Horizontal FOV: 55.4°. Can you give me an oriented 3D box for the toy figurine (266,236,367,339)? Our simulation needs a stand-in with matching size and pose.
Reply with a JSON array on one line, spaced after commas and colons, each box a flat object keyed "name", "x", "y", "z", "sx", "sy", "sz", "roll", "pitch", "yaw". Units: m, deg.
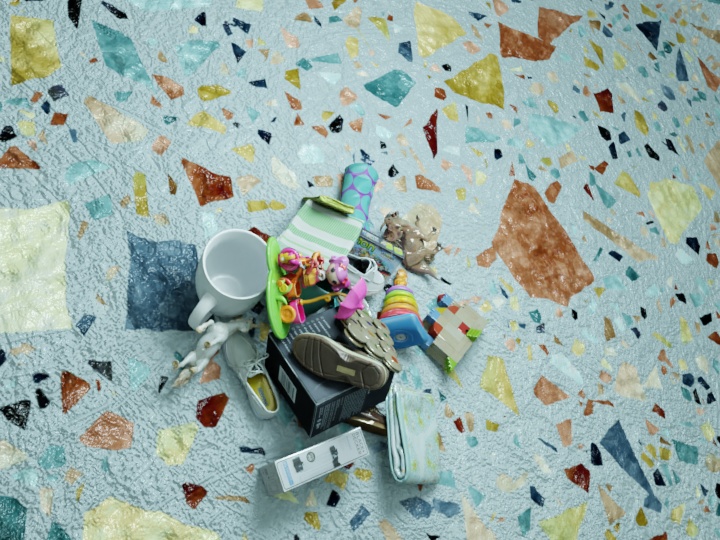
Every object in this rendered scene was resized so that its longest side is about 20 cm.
[{"name": "toy figurine", "x": -0.079, "y": 0.026, "z": 1.334, "sx": 0.181, "sy": 0.150, "sz": 0.204, "roll": -5, "pitch": 98, "yaw": 10}]

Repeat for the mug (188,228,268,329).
[{"name": "mug", "x": -0.279, "y": 0.037, "z": 1.392, "sx": 0.147, "sy": 0.175, "sz": 0.201, "roll": 39, "pitch": 59, "yaw": -3}]

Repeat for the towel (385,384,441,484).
[{"name": "towel", "x": 0.119, "y": 0.358, "z": 1.490, "sx": 0.170, "sy": 0.048, "sz": 0.203, "roll": 24, "pitch": 56, "yaw": -52}]

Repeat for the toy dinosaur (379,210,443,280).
[{"name": "toy dinosaur", "x": 0.121, "y": -0.057, "z": 1.688, "sx": 0.134, "sy": 0.086, "sz": 0.203, "roll": -23, "pitch": 97, "yaw": -21}]

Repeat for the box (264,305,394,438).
[{"name": "box", "x": -0.067, "y": 0.201, "z": 1.422, "sx": 0.195, "sy": 0.125, "sz": 0.200, "roll": -20, "pitch": 53, "yaw": -29}]

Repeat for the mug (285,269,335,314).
[{"name": "mug", "x": -0.125, "y": 0.013, "z": 1.509, "sx": 0.152, "sy": 0.114, "sz": 0.185, "roll": 49, "pitch": 24, "yaw": -8}]

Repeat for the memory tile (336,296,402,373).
[{"name": "memory tile", "x": 0.017, "y": 0.125, "z": 1.412, "sx": 0.153, "sy": 0.017, "sz": 0.200, "roll": 37, "pitch": 14, "yaw": -20}]

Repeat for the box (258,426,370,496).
[{"name": "box", "x": -0.092, "y": 0.384, "z": 1.380, "sx": 0.198, "sy": 0.117, "sz": 0.061, "roll": -16, "pitch": 77, "yaw": -31}]

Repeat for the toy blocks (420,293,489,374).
[{"name": "toy blocks", "x": 0.210, "y": 0.139, "z": 1.652, "sx": 0.136, "sy": 0.100, "sz": 0.200, "roll": 40, "pitch": 57, "yaw": 7}]

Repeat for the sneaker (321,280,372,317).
[{"name": "sneaker", "x": -0.029, "y": 0.085, "z": 1.568, "sx": 0.079, "sy": 0.078, "sz": 0.202, "roll": -26, "pitch": 75, "yaw": -17}]

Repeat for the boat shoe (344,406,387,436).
[{"name": "boat shoe", "x": 0.000, "y": 0.304, "z": 1.484, "sx": 0.198, "sy": 0.070, "sz": 0.071, "roll": 23, "pitch": 61, "yaw": -16}]

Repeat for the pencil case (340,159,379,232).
[{"name": "pencil case", "x": -0.005, "y": -0.163, "z": 1.662, "sx": 0.091, "sy": 0.085, "sz": 0.203, "roll": 11, "pitch": 65, "yaw": -5}]

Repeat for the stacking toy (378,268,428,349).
[{"name": "stacking toy", "x": 0.094, "y": 0.076, "z": 1.613, "sx": 0.117, "sy": 0.108, "sz": 0.202, "roll": 59, "pitch": 26, "yaw": -45}]

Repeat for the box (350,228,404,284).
[{"name": "box", "x": -0.009, "y": -0.045, "z": 1.596, "sx": 0.198, "sy": 0.111, "sz": 0.035, "roll": 27, "pitch": 34, "yaw": -13}]

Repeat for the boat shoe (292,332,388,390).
[{"name": "boat shoe", "x": -0.037, "y": 0.178, "z": 1.331, "sx": 0.200, "sy": 0.075, "sz": 0.076, "roll": 24, "pitch": 98, "yaw": 20}]

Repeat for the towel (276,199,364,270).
[{"name": "towel", "x": -0.088, "y": -0.074, "z": 1.456, "sx": 0.151, "sy": 0.024, "sz": 0.201, "roll": 22, "pitch": 40, "yaw": 8}]

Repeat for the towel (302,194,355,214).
[{"name": "towel", "x": -0.075, "y": -0.153, "z": 1.565, "sx": 0.085, "sy": 0.200, "sz": 0.018, "roll": 23, "pitch": 89, "yaw": -17}]

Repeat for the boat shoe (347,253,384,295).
[{"name": "boat shoe", "x": 0.000, "y": 0.000, "z": 1.523, "sx": 0.199, "sy": 0.068, "sz": 0.073, "roll": 24, "pitch": 38, "yaw": -46}]

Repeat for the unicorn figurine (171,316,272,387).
[{"name": "unicorn figurine", "x": -0.291, "y": 0.145, "z": 1.357, "sx": 0.199, "sy": 0.137, "sz": 0.074, "roll": -35, "pitch": 84, "yaw": 12}]

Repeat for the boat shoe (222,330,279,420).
[{"name": "boat shoe", "x": -0.220, "y": 0.206, "z": 1.407, "sx": 0.074, "sy": 0.086, "sz": 0.204, "roll": -18, "pitch": 79, "yaw": -30}]
